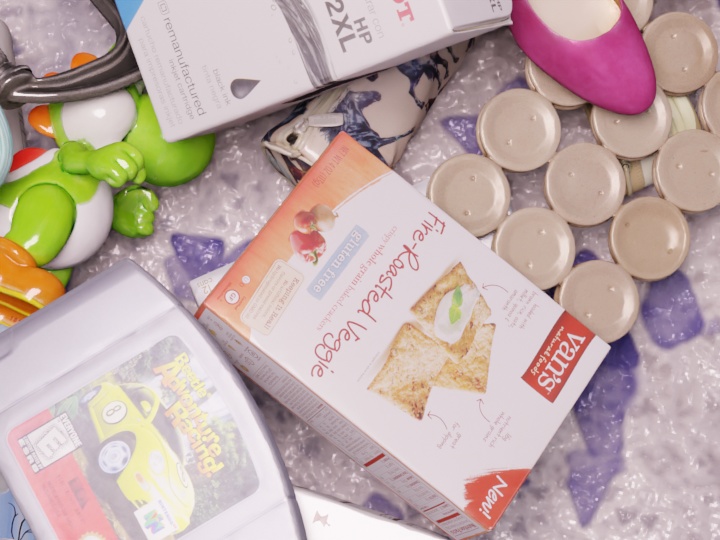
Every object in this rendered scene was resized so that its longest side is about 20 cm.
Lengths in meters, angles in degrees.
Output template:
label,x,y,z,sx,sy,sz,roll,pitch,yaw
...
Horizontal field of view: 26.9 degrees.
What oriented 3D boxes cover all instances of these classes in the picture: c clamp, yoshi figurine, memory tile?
label,x,y,z,sx,sy,sz,roll,pitch,yaw
c clamp,-0.220,-0.160,0.907,0.171,0.027,0.200,-32,65,-32
yoshi figurine,-0.149,-0.047,0.902,0.112,0.112,0.201,-2,55,38
memory tile,0.146,-0.071,0.899,0.153,0.017,0.200,38,82,-3

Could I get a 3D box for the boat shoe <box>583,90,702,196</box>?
label,x,y,z,sx,sy,sz,roll,pitch,yaw
boat shoe,0.140,-0.145,0.949,0.063,0.073,0.201,-29,86,-6

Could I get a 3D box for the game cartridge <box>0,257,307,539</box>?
label,x,y,z,sx,sy,sz,roll,pitch,yaw
game cartridge,-0.114,0.100,0.791,0.133,0.041,0.200,-31,77,-6

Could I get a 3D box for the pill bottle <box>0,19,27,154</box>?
label,x,y,z,sx,sy,sz,roll,pitch,yaw
pill bottle,-0.264,-0.054,0.944,0.114,0.114,0.201,-11,80,3

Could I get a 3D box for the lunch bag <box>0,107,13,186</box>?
label,x,y,z,sx,sy,sz,roll,pitch,yaw
lunch bag,-0.291,-0.065,0.848,0.200,0.077,0.161,-47,66,23

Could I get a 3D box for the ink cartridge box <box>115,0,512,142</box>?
label,x,y,z,sx,sy,sz,roll,pitch,yaw
ink cartridge box,-0.036,-0.171,0.837,0.199,0.084,0.146,-16,95,32

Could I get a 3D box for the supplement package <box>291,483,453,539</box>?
label,x,y,z,sx,sy,sz,roll,pitch,yaw
supplement package,-0.029,0.231,0.855,0.110,0.156,0.201,17,82,7

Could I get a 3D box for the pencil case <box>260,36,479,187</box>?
label,x,y,z,sx,sy,sz,roll,pitch,yaw
pencil case,0.019,-0.133,0.945,0.078,0.089,0.200,32,85,17

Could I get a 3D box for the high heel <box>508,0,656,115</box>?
label,x,y,z,sx,sy,sz,roll,pitch,yaw
high heel,0.113,-0.179,0.844,0.067,0.096,0.200,-32,90,-17

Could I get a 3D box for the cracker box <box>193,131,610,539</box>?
label,x,y,z,sx,sy,sz,roll,pitch,yaw
cracker box,0.023,0.038,0.848,0.200,0.058,0.134,38,67,-3

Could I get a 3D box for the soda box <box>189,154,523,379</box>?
label,x,y,z,sx,sy,sz,roll,pitch,yaw
soda box,0.000,0.000,0.935,0.199,0.068,0.064,-24,82,0

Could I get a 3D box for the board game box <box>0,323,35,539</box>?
label,x,y,z,sx,sy,sz,roll,pitch,yaw
board game box,-0.176,0.139,0.885,0.198,0.043,0.201,17,120,7
